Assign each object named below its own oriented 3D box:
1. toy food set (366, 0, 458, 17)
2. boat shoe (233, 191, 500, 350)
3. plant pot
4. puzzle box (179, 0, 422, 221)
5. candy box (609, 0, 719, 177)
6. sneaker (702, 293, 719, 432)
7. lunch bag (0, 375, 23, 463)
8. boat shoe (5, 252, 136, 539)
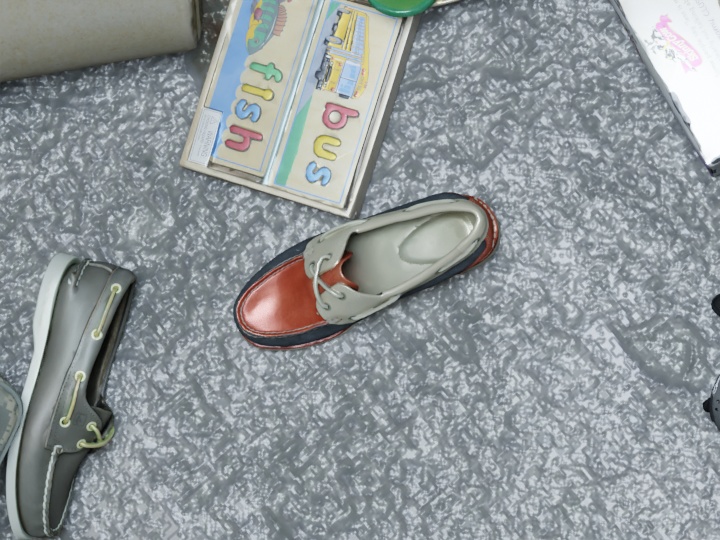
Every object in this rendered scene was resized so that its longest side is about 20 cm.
[{"bbox_3d":[0.037,-0.269,1.543,0.197,0.049,0.201,-12,74,5],"label":"toy food set"},{"bbox_3d":[0.000,0.000,1.542,0.199,0.063,0.071,-21,84,11],"label":"boat shoe"},{"bbox_3d":[-0.203,-0.216,1.546,0.183,0.200,0.201,-3,86,1],"label":"plant pot"},{"bbox_3d":[-0.035,-0.147,1.578,0.133,0.025,0.201,17,89,12],"label":"puzzle box"},{"bbox_3d":[0.277,-0.184,1.493,0.200,0.072,0.168,-29,81,8],"label":"candy box"},{"bbox_3d":[0.270,0.103,1.484,0.082,0.071,0.200,-8,84,27],"label":"sneaker"},{"bbox_3d":[-0.343,0.128,1.560,0.139,0.168,0.201,25,91,-25],"label":"lunch bag"},{"bbox_3d":[-0.201,0.092,1.572,0.060,0.072,0.202,10,89,10],"label":"boat shoe"}]
